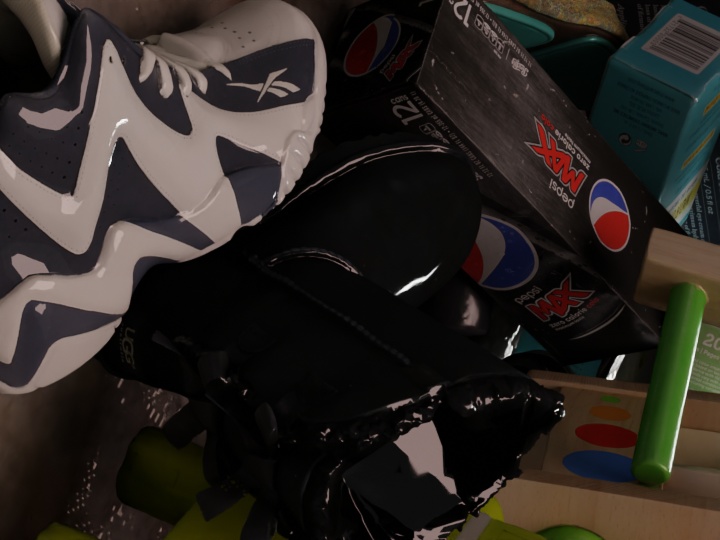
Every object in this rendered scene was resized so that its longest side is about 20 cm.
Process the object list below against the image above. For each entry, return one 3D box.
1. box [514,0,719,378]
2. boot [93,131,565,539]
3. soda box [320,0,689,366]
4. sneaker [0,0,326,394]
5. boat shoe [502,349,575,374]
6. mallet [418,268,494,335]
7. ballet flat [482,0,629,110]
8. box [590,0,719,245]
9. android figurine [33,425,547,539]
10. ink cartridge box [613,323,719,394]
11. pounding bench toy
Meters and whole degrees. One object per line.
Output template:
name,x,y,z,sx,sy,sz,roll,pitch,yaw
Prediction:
box,0.140,-0.034,0.912,0.082,0.049,0.201,-42,153,-45
boot,0.008,0.022,0.634,0.197,0.162,0.074,-20,124,-32
soda box,0.068,-0.040,0.792,0.200,0.063,0.071,43,51,-33
sneaker,-0.083,-0.068,0.586,0.199,0.079,0.130,-42,140,-32
boat shoe,0.101,0.134,0.855,0.066,0.069,0.202,24,54,-69
mallet,0.000,0.000,0.781,0.199,0.041,0.067,-2,94,-54
ballet flat,0.085,-0.132,0.859,0.199,0.070,0.071,16,84,-58
box,0.233,-0.093,0.987,0.104,0.181,0.201,-49,137,-40
android figurine,-0.008,0.119,0.583,0.182,0.198,0.041,-48,153,-51
ink cartridge box,0.180,0.008,0.864,0.146,0.048,0.202,-64,175,-73
pounding bench toy,0.118,0.096,0.721,0.156,0.123,0.202,-50,146,-72
